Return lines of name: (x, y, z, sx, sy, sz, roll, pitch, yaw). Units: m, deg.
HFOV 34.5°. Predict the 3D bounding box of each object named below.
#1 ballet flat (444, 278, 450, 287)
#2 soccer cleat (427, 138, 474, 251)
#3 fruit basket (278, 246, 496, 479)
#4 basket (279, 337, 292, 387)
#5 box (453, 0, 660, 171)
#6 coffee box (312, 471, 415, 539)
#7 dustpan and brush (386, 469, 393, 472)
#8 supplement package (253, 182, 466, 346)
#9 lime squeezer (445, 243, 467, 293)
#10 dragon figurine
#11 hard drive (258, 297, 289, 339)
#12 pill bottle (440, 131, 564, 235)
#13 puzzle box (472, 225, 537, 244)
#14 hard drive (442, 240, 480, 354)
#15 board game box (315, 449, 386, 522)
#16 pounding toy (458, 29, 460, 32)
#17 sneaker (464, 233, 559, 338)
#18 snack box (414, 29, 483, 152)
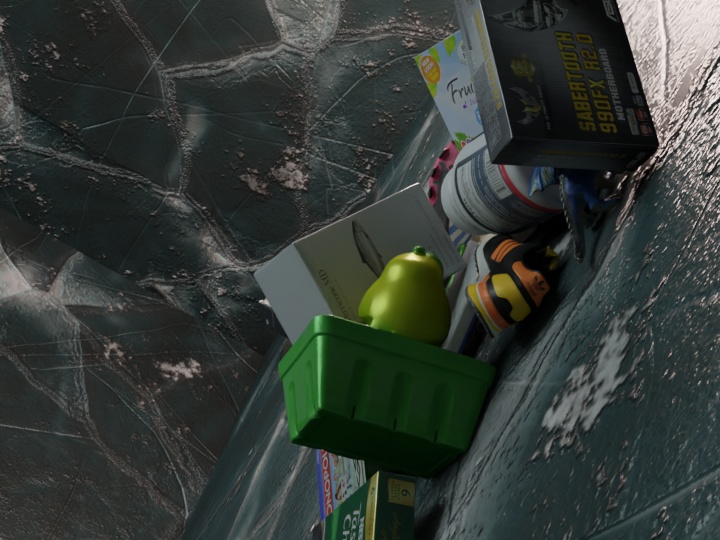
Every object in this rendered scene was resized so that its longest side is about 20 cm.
ballet flat: (0.085, 0.048, 1.671, 0.200, 0.067, 0.062, -56, -23, 13)
soccer cleat: (0.123, -0.086, 1.497, 0.086, 0.070, 0.201, 6, -73, -58)
fruit basket: (0.031, 0.086, 1.187, 0.156, 0.215, 0.216, -52, 10, 53)
basket: (-0.012, 0.127, 1.547, 0.181, 0.136, 0.200, -59, 21, 0)
box: (0.181, -0.193, 1.095, 0.048, 0.158, 0.201, 128, 139, -56)
coffee box: (-0.003, 0.286, 1.143, 0.200, 0.044, 0.124, 129, 151, -56)
dustpan and brush: (0.015, 0.183, 1.345, 0.200, 0.057, 0.140, -59, 25, 32)
supplement package: (0.000, 0.000, 1.347, 0.200, 0.117, 0.117, -28, -3, -34)
lime squeezer: (0.094, 0.066, 1.472, 0.071, 0.038, 0.201, -115, 42, -62)
dragon figurine: (0.200, -0.094, 1.121, 0.201, 0.099, 0.059, -63, 7, -29)
hard drive: (-0.023, 0.060, 1.473, 0.200, 0.139, 0.038, 26, 126, 53)
pill bottle: (0.168, -0.104, 1.264, 0.120, 0.119, 0.200, -62, 12, -19)
puzzle box: (0.184, -0.062, 1.455, 0.133, 0.025, 0.200, -64, 7, -30)
hard drive: (0.107, 0.068, 1.363, 0.132, 0.025, 0.201, -104, 36, -81)
board game box: (-0.012, 0.223, 1.307, 0.135, 0.029, 0.201, 129, 141, -51)
pounding toy: (0.211, -0.248, 1.427, 0.142, 0.200, 0.184, -18, -29, -47)
sneaker: (0.167, 0.002, 1.191, 0.090, 0.070, 0.200, -29, 11, 20)
snack box: (0.172, -0.214, 1.346, 0.068, 0.169, 0.200, -30, 7, -34)
